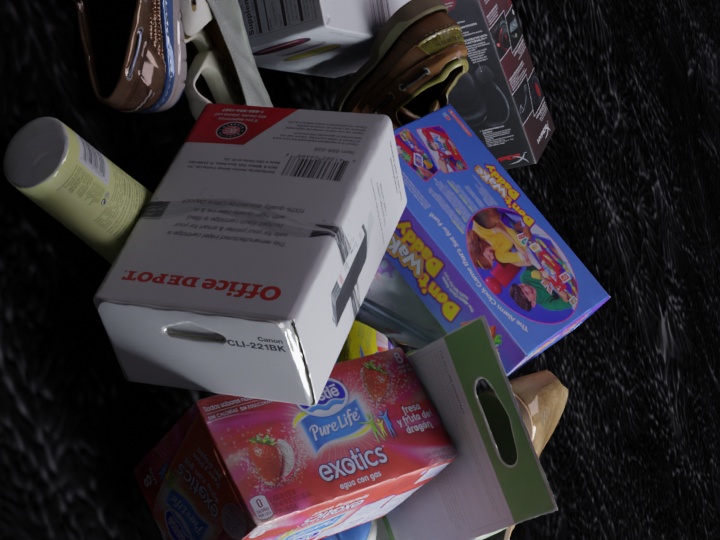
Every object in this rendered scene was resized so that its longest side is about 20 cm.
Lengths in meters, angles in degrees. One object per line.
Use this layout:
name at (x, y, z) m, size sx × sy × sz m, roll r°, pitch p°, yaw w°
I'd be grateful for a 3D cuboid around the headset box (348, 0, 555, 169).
headset box at (0.071, -0.186, 1.470) m, size 0.201 × 0.147 × 0.075 m, roll 66°, pitch 31°, yaw -23°

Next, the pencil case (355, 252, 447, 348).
pencil case at (0.000, 0.000, 1.257) m, size 0.199 × 0.083 × 0.091 m, roll 23°, pitch 24°, yaw -24°

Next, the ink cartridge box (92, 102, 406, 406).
ink cartridge box at (-0.069, -0.015, 1.097) m, size 0.084 × 0.143 × 0.201 m, roll 76°, pitch 29°, yaw -42°

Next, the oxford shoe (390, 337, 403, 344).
oxford shoe at (-0.010, -0.026, 1.342) m, size 0.072 × 0.071 × 0.201 m, roll -20°, pitch 79°, yaw -54°

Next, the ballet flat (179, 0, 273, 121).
ballet flat at (-0.116, -0.166, 1.212) m, size 0.064 × 0.067 × 0.201 m, roll -48°, pitch 123°, yaw -47°

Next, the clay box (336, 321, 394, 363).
clay box at (-0.007, 0.100, 1.343) m, size 0.200 × 0.047 × 0.116 m, roll 54°, pitch 36°, yaw -40°

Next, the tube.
tube at (-0.164, -0.034, 1.107) m, size 0.052 × 0.058 × 0.200 m, roll 47°, pitch 3°, yaw 35°

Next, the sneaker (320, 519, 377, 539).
sneaker at (-0.048, 0.204, 1.205) m, size 0.112 × 0.076 × 0.201 m, roll 59°, pitch 40°, yaw -49°

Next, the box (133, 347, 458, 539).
box at (-0.043, 0.133, 1.135) m, size 0.199 × 0.100 × 0.096 m, roll -12°, pitch 66°, yaw -44°

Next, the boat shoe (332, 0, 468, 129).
boat shoe at (0.032, -0.141, 1.330) m, size 0.072 × 0.200 × 0.068 m, roll -27°, pitch 76°, yaw -22°

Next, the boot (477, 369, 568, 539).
boot at (0.113, 0.156, 1.269) m, size 0.075 × 0.074 × 0.201 m, roll -28°, pitch 148°, yaw -37°

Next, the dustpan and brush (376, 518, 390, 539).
dustpan and brush at (0.040, 0.282, 1.331) m, size 0.057 × 0.139 × 0.202 m, roll -1°, pitch 108°, yaw -51°

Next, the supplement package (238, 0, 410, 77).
supplement package at (-0.037, -0.250, 1.333) m, size 0.199 × 0.110 × 0.158 m, roll -4°, pitch 84°, yaw -61°

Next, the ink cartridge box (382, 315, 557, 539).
ink cartridge box at (0.071, 0.124, 1.195) m, size 0.048 × 0.200 × 0.147 m, roll -14°, pitch 79°, yaw -39°

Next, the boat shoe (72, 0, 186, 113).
boat shoe at (-0.166, -0.209, 1.126) m, size 0.072 × 0.072 × 0.202 m, roll -15°, pitch 94°, yaw -60°

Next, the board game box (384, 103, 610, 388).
board game box at (0.084, -0.023, 1.248) m, size 0.201 × 0.045 × 0.134 m, roll 52°, pitch 40°, yaw 9°
